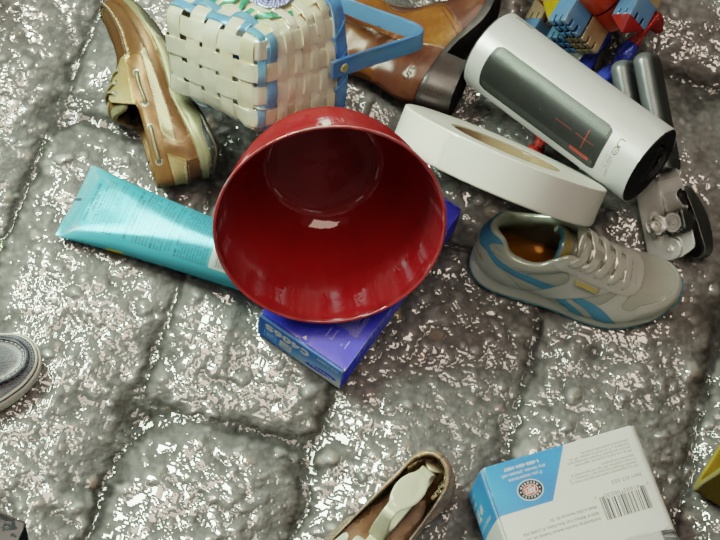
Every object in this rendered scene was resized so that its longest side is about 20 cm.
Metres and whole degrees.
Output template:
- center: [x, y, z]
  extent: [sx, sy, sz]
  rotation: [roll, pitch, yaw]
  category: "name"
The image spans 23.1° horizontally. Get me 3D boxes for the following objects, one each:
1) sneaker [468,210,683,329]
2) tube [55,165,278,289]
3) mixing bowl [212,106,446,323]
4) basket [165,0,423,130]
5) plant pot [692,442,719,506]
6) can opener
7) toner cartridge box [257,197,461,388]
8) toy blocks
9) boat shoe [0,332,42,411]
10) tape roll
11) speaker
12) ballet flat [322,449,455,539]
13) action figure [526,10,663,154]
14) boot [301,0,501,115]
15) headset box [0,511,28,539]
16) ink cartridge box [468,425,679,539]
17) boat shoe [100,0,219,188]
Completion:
- center: [0.202, -0.002, 1.616]
  extent: [0.198, 0.081, 0.077]
  rotation: [11, 63, -4]
  category: "sneaker"
- center: [-0.172, -0.032, 1.605]
  extent: [0.198, 0.051, 0.078]
  rotation: [20, 61, 8]
  category: "tube"
- center: [-0.029, -0.065, 1.528]
  extent: [0.198, 0.202, 0.109]
  rotation: [1, 34, -6]
  category: "mixing bowl"
- center: [-0.063, -0.211, 1.600]
  extent: [0.175, 0.140, 0.199]
  rotation: [24, 33, 35]
  category: "basket"
- center: [0.445, 0.152, 1.522]
  extent: [0.199, 0.194, 0.196]
  rotation: [36, 66, 3]
  category: "plant pot"
- center: [0.282, -0.105, 1.674]
  extent: [0.066, 0.052, 0.202]
  rotation: [-7, 83, -52]
  category: "can opener"
- center: [0.000, 0.000, 1.610]
  extent: [0.095, 0.043, 0.200]
  rotation: [33, 66, 10]
  category: "toner cartridge box"
- center: [0.221, -0.269, 1.693]
  extent: [0.100, 0.199, 0.137]
  rotation: [40, 72, -32]
  category: "toy blocks"
- center: [-0.369, 0.089, 1.497]
  extent: [0.198, 0.093, 0.075]
  rotation: [-18, 69, -14]
  category: "boat shoe"
- center: [0.124, -0.096, 1.587]
  extent: [0.201, 0.203, 0.037]
  rotation: [23, 100, 4]
  category: "tape roll"
- center: [0.195, -0.152, 1.638]
  extent: [0.200, 0.081, 0.081]
  rotation: [40, 67, 20]
  category: "speaker"
- center: [0.009, 0.226, 1.495]
  extent: [0.068, 0.067, 0.200]
  rotation: [36, 67, 10]
  category: "ballet flat"
- center: [0.219, -0.177, 1.715]
  extent: [0.065, 0.052, 0.200]
  rotation: [35, 71, 15]
  category: "action figure"
- center: [0.030, -0.257, 1.734]
  extent: [0.198, 0.069, 0.189]
  rotation: [22, 72, 12]
  category: "boot"
- center: [-0.378, 0.259, 1.418]
  extent: [0.198, 0.093, 0.175]
  rotation: [21, 64, 2]
  category: "headset box"
- center: [0.194, 0.252, 1.496]
  extent: [0.145, 0.086, 0.202]
  rotation: [-14, 69, -12]
  category: "ink cartridge box"
- center: [-0.202, -0.165, 1.644]
  extent: [0.073, 0.076, 0.201]
  rotation: [-24, 70, -13]
  category: "boat shoe"
